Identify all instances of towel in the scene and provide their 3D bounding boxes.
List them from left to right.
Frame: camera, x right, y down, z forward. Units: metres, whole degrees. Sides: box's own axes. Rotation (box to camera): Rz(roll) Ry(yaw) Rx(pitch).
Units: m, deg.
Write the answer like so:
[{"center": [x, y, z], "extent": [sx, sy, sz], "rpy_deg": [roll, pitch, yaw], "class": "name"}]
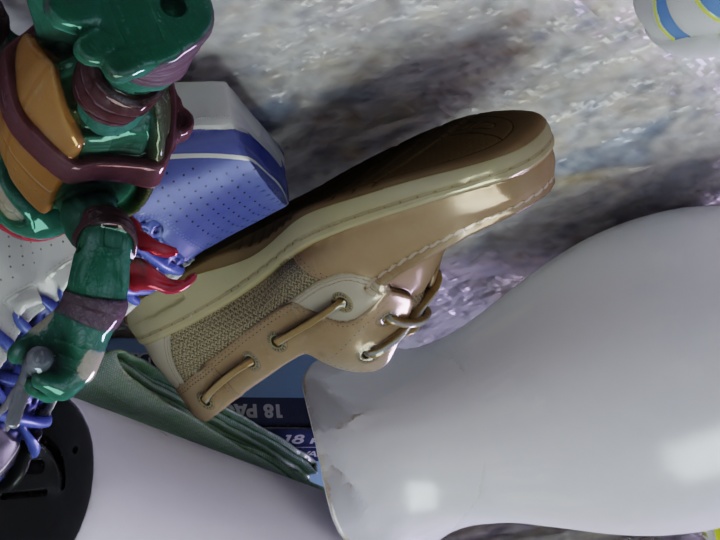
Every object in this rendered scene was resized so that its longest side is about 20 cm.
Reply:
[{"center": [-0.133, 0.095, 1.185], "extent": [0.200, 0.023, 0.152], "rpy_deg": [-22, 148, 25], "class": "towel"}]

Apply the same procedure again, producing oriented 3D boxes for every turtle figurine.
[{"center": [-0.102, -0.048, 0.918], "extent": [0.101, 0.150, 0.200], "rpy_deg": [-33, 164, -33], "class": "turtle figurine"}]

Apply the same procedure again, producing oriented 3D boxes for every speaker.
[{"center": [-0.058, 0.109, 1.130], "extent": [0.081, 0.081, 0.200], "rpy_deg": [-26, 145, 34], "class": "speaker"}]

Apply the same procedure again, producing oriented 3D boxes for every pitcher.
[{"center": [0.101, 0.048, 1.158], "extent": [0.200, 0.122, 0.172], "rpy_deg": [-17, 174, 21], "class": "pitcher"}]

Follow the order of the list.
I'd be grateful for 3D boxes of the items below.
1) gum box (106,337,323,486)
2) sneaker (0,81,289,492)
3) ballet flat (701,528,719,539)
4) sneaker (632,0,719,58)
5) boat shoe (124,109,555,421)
[{"center": [-0.100, 0.091, 1.259], "extent": [0.169, 0.045, 0.200], "rpy_deg": [2, 152, -15], "class": "gum box"}, {"center": [-0.114, 0.017, 1.030], "extent": [0.199, 0.115, 0.081], "rpy_deg": [-17, 153, 18], "class": "sneaker"}, {"center": [0.176, 0.091, 1.238], "extent": [0.067, 0.067, 0.200], "rpy_deg": [0, -166, 28], "class": "ballet flat"}, {"center": [0.115, -0.142, 0.839], "extent": [0.105, 0.076, 0.200], "rpy_deg": [21, 137, -23], "class": "sneaker"}, {"center": [0.000, 0.000, 1.056], "extent": [0.200, 0.065, 0.071], "rpy_deg": [-24, -172, 42], "class": "boat shoe"}]
